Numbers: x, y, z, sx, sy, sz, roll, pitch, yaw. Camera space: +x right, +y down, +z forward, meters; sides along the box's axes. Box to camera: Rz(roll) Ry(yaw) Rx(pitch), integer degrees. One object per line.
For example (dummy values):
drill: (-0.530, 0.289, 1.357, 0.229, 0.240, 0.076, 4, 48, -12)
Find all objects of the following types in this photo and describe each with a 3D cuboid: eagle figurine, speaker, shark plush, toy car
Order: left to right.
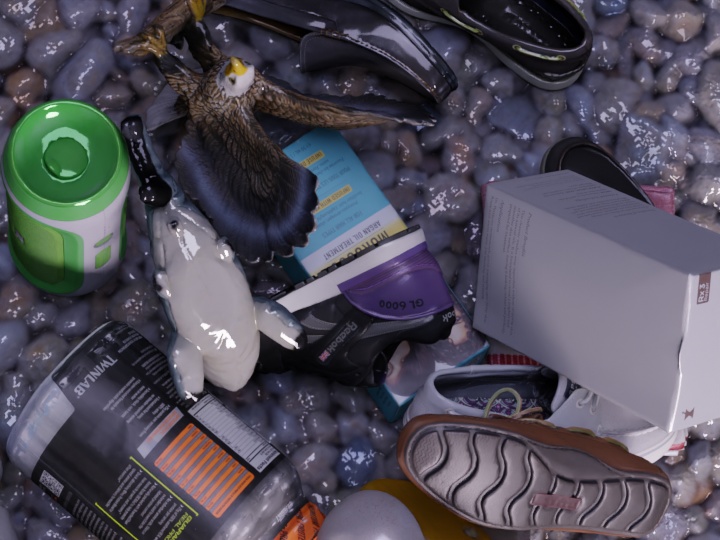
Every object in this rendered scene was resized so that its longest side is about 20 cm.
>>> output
speaker: (-0.196, -0.045, 1.491, 0.088, 0.200, 0.089, 2, 73, -6)
shark plush: (-0.120, -0.001, 1.435, 0.091, 0.083, 0.200, -37, 116, -6)
eagle figurine: (-0.071, -0.109, 1.538, 0.200, 0.151, 0.152, 42, 111, 5)
toy car: (0.061, 0.230, 1.466, 0.200, 0.175, 0.151, 34, 113, 34)

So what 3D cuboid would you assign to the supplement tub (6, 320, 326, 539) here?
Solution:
supplement tub: (-0.126, 0.138, 1.486, 0.200, 0.123, 0.123, 40, 73, 6)

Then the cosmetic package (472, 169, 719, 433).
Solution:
cosmetic package: (0.169, 0.016, 1.483, 0.081, 0.200, 0.114, -12, 118, -37)

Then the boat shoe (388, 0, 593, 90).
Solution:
boat shoe: (0.084, -0.210, 1.649, 0.201, 0.061, 0.072, 32, 72, 3)

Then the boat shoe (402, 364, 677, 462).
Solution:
boat shoe: (0.129, 0.092, 1.523, 0.199, 0.069, 0.072, 5, 47, -13)

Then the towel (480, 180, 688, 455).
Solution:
towel: (0.160, 0.032, 1.606, 0.143, 0.023, 0.201, 1, 73, -6)

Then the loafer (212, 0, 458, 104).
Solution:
loafer: (-0.022, -0.171, 1.625, 0.199, 0.073, 0.072, 33, 81, 14)

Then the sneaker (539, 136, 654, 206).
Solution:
sneaker: (0.203, -0.019, 1.554, 0.075, 0.106, 0.201, -28, 81, -22)

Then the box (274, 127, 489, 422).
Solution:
box: (0.000, 0.000, 1.581, 0.082, 0.049, 0.200, -33, 79, -15)

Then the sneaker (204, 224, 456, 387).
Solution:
sneaker: (-0.028, 0.050, 1.514, 0.199, 0.076, 0.088, -26, 90, 26)

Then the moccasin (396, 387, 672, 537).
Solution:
moccasin: (0.109, 0.124, 1.454, 0.200, 0.078, 0.074, 6, 111, -29)

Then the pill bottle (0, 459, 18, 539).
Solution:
pill bottle: (-0.304, 0.109, 1.477, 0.113, 0.114, 0.201, -22, 77, -13)
